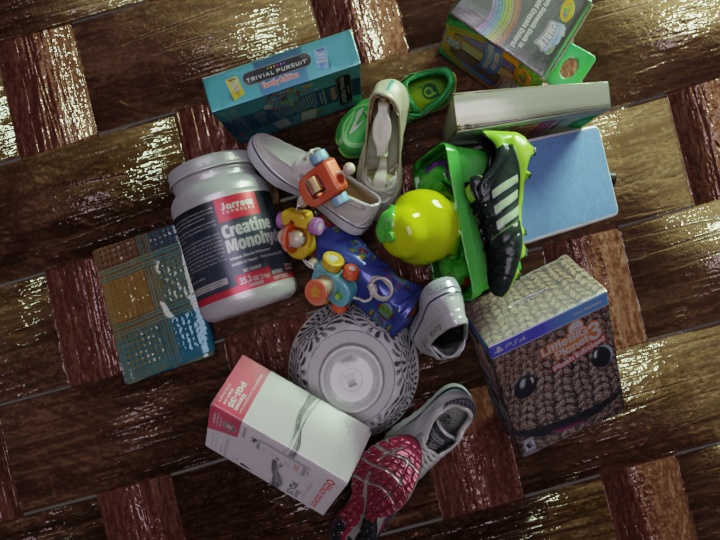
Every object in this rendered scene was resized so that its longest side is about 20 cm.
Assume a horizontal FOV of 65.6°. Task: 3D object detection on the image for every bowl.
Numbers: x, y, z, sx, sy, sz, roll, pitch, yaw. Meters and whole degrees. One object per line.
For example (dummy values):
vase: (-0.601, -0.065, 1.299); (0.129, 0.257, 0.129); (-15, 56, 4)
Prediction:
bowl: (-0.010, 0.144, 0.781); (0.194, 0.094, 0.208); (0, 89, 0)

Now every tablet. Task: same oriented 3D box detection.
tablet: (0.268, -0.119, 0.763); (0.195, 0.014, 0.134); (-15, 92, -24)

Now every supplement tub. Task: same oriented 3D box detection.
supplement tub: (-0.176, -0.044, 0.764); (0.136, 0.140, 0.206); (-17, 89, 1)

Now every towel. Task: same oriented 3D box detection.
towel: (-0.304, 0.048, 0.826); (0.143, 0.022, 0.206); (-17, 87, 0)

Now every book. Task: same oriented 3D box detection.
book: (0.216, -0.209, 0.763); (0.193, 0.134, 0.050); (-7, 89, 2)

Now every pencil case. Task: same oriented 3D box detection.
pencil case: (0.000, 0.000, 0.777); (0.199, 0.086, 0.079); (41, 120, 12)

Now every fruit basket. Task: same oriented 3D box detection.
fruit basket: (0.101, -0.057, 0.749); (0.209, 0.155, 0.223); (1, 86, -14)

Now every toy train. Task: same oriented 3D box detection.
toy train: (-0.045, -0.035, 0.699); (0.148, 0.055, 0.204); (-18, 100, 40)

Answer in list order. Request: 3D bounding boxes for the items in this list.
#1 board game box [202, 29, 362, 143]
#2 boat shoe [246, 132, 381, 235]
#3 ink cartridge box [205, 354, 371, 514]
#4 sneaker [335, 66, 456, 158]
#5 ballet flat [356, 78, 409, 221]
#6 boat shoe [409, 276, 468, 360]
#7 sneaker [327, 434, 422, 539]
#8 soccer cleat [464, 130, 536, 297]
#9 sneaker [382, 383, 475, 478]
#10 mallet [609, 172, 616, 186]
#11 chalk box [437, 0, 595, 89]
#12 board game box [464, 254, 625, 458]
board game box: (-0.096, -0.243, 0.760); (0.194, 0.151, 0.048); (-18, 88, 0)
boat shoe: (-0.058, -0.129, 0.742); (0.198, 0.071, 0.070); (37, 135, -3)
ink cartridge box: (-0.100, 0.223, 0.748); (0.196, 0.148, 0.084); (29, 49, 3)
sneaker: (0.047, -0.233, 0.790); (0.197, 0.084, 0.075); (-32, 89, 1)
ballet flat: (0.027, -0.150, 0.755); (0.067, 0.070, 0.205); (3, 120, 1)
boat shoe: (0.103, 0.085, 0.725); (0.072, 0.201, 0.068); (-18, 62, 0)
sneaker: (0.021, 0.296, 0.751); (0.080, 0.074, 0.203); (36, 112, 17)
soccer cleat: (0.164, -0.072, 0.686); (0.078, 0.068, 0.207); (9, 81, -7)
sneaker: (0.085, 0.246, 0.783); (0.076, 0.081, 0.201); (38, 97, -4)
mallet: (0.275, -0.153, 0.806); (0.193, 0.041, 0.068); (-2, 106, -3)
chalk box: (0.224, -0.320, 0.770); (0.198, 0.124, 0.126); (36, 89, 0)
board game box: (0.241, 0.114, 0.733); (0.156, 0.097, 0.204); (-24, 119, 0)
